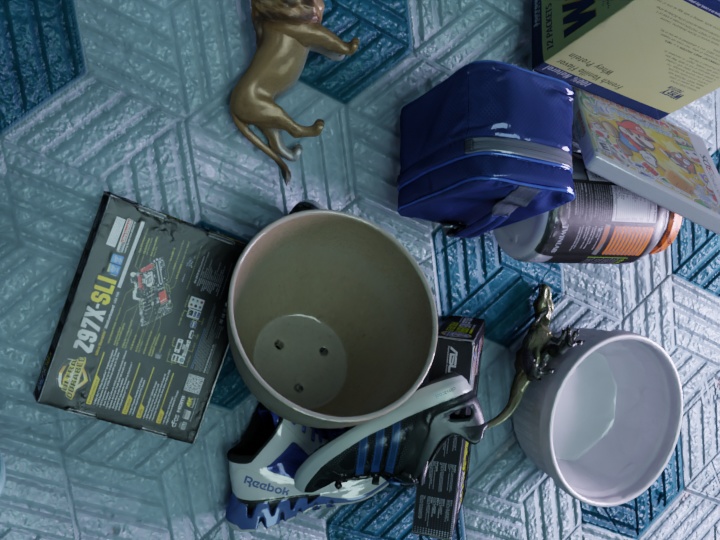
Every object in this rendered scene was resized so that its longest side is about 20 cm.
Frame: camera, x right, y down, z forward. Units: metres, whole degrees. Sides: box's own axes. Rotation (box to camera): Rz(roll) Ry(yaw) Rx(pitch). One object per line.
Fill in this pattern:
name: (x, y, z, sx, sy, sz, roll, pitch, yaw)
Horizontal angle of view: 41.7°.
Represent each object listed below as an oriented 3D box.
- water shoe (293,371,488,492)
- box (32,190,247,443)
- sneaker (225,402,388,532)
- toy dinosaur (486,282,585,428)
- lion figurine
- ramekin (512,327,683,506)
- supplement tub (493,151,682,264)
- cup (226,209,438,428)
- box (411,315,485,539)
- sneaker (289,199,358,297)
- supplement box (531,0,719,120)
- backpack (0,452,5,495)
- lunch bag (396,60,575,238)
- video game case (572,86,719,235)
water shoe: (0.027, 0.175, 0.896, 0.198, 0.071, 0.080, -33, 78, 11)
box: (-0.201, 0.048, 0.901, 0.157, 0.049, 0.204, 19, 89, -24)
sneaker: (-0.053, 0.183, 0.976, 0.196, 0.080, 0.118, -16, 106, -21)
toy dinosaur: (0.195, 0.099, 1.055, 0.047, 0.088, 0.202, 37, 63, -12)
lion figurine: (-0.080, -0.197, 0.912, 0.121, 0.072, 0.204, 21, 93, -19)
ramekin: (0.271, 0.163, 1.116, 0.196, 0.105, 0.205, -4, 100, -26)
supplement tub: (0.256, -0.069, 1.064, 0.196, 0.122, 0.125, 1, 98, -26)
cup: (-0.042, 0.065, 0.903, 0.196, 0.143, 0.204, 8, 64, -16)
box: (0.096, 0.159, 1.004, 0.043, 0.160, 0.205, 7, 95, 10)
sneaker: (0.000, 0.000, 0.990, 0.200, 0.071, 0.073, 46, 38, -16)
supplement box: (0.316, -0.284, 0.998, 0.197, 0.199, 0.137, 14, 68, -26)
backpack: (-0.389, 0.183, 0.764, 0.199, 0.175, 0.155, -41, 129, -15)
lunch bag: (0.118, -0.107, 0.956, 0.133, 0.199, 0.135, 9, 76, -24)
video game case: (0.320, -0.131, 1.049, 0.197, 0.184, 0.023, 22, 127, -16)
